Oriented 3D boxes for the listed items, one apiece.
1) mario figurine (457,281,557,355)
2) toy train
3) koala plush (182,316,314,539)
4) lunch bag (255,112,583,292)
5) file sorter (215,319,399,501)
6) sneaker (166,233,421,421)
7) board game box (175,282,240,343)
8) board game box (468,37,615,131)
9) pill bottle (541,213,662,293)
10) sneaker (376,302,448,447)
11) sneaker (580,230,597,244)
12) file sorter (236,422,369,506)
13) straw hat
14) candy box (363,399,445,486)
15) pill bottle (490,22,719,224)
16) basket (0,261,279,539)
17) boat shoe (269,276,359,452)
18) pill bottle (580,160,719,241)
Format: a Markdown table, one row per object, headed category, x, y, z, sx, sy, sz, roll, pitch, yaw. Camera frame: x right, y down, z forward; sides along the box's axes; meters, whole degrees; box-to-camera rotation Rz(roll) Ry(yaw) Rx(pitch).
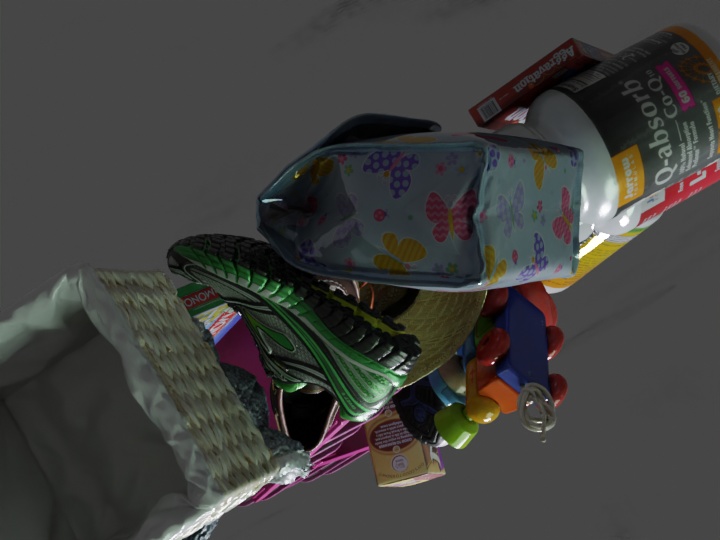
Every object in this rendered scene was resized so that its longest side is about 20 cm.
| category | x | y | z | sx | sy | sz | roll | pitch | yaw |
| --- | --- | --- | --- | --- | --- | --- | --- | --- | --- |
| mario figurine | 0.103 | 0.056 | 1.979 | 0.200 | 0.123 | 0.106 | -33 | -161 | 53 |
| toy train | 0.108 | 0.109 | 1.716 | 0.116 | 0.084 | 0.201 | -43 | -158 | 26 |
| koala plush | -0.139 | 0.136 | 1.643 | 0.184 | 0.178 | 0.200 | -36 | 176 | -46 |
| lunch bag | 0.041 | -0.050 | 1.507 | 0.199 | 0.128 | 0.169 | 2 | -177 | 32 |
| file sorter | -0.050 | 0.090 | 1.839 | 0.125 | 0.140 | 0.200 | -27 | 169 | -35 |
| sneaker | -0.060 | 0.040 | 1.482 | 0.086 | 0.199 | 0.078 | -60 | 170 | 15 |
| board game box | -0.170 | 0.063 | 1.713 | 0.134 | 0.029 | 0.200 | -22 | 166 | -36 |
| board game box | 0.164 | -0.148 | 1.698 | 0.103 | 0.020 | 0.200 | -34 | 169 | 18 |
| pill bottle | 0.194 | -0.047 | 1.985 | 0.111 | 0.112 | 0.200 | -19 | 164 | -46 |
| sneaker | 0.067 | 0.066 | 1.883 | 0.077 | 0.202 | 0.076 | 10 | 151 | -38 |
| sneaker | 0.215 | -0.118 | 1.839 | 0.201 | 0.090 | 0.070 | -52 | -156 | -12 |
| file sorter | -0.070 | 0.147 | 2.072 | 0.125 | 0.140 | 0.200 | -34 | 169 | 25 |
| straw hat | 0.000 | 0.000 | 1.708 | 0.200 | 0.202 | 0.085 | -30 | -147 | -3 |
| candy box | 0.027 | 0.106 | 1.974 | 0.056 | 0.202 | 0.117 | -15 | 171 | 8 |
| pill bottle | 0.202 | -0.107 | 1.626 | 0.199 | 0.117 | 0.116 | -29 | 169 | -18 |
| basket | -0.198 | 0.125 | 1.470 | 0.199 | 0.199 | 0.161 | -34 | 171 | 14 |
| boat shoe | -0.036 | 0.068 | 1.604 | 0.070 | 0.071 | 0.201 | 0 | 142 | -3 |
| pill bottle | 0.236 | -0.101 | 1.753 | 0.199 | 0.113 | 0.112 | -29 | 169 | -18 |
